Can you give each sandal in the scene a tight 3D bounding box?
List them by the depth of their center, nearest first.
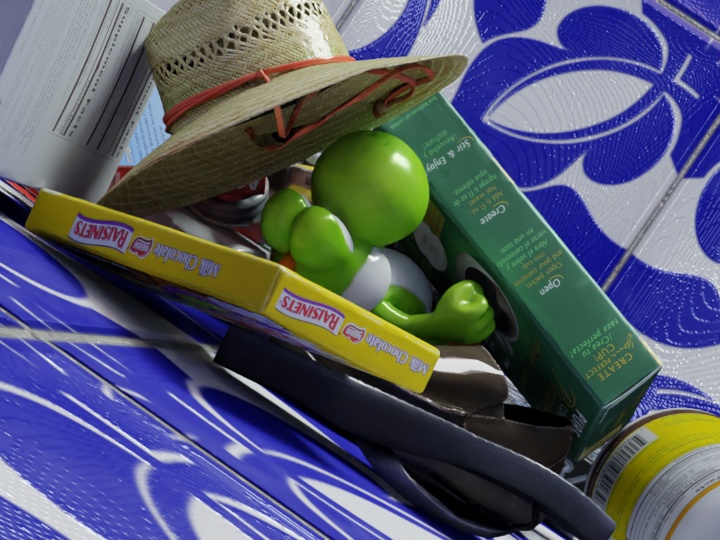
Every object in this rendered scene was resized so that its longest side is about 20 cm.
[{"bbox_3d":[0.022,0.086,1.180,0.200,0.043,0.076,24,-5,4],"label":"sandal"}]

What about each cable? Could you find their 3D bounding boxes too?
[{"bbox_3d":[-0.107,-0.056,1.429,0.200,0.050,0.097,16,30,18],"label":"cable"}]

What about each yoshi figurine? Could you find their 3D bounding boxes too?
[{"bbox_3d":[0.014,-0.008,1.341,0.112,0.112,0.200,-4,-22,17],"label":"yoshi figurine"}]

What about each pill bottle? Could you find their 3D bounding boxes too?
[{"bbox_3d":[0.195,0.146,1.347,0.109,0.109,0.200,33,3,-17],"label":"pill bottle"}]

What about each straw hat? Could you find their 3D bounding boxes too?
[{"bbox_3d":[-0.055,-0.101,1.259,0.201,0.201,0.085,16,51,-82],"label":"straw hat"}]

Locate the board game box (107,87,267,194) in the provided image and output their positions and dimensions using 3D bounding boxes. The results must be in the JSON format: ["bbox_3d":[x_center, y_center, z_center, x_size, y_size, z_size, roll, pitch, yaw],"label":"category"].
[{"bbox_3d":[-0.117,-0.096,1.424,0.103,0.019,0.200,1,29,-12],"label":"board game box"}]

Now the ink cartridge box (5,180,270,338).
[{"bbox_3d":[-0.132,-0.039,1.416,0.161,0.050,0.200,36,1,34],"label":"ink cartridge box"}]

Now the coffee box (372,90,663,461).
[{"bbox_3d":[0.079,0.003,1.378,0.200,0.044,0.123,52,-14,14],"label":"coffee box"}]

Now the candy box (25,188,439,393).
[{"bbox_3d":[-0.062,0.007,1.165,0.102,0.026,0.200,26,-5,-39],"label":"candy box"}]

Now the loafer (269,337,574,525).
[{"bbox_3d":[0.035,0.063,1.311,0.200,0.071,0.073,32,3,-39],"label":"loafer"}]

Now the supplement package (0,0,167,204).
[{"bbox_3d":[-0.180,-0.109,1.223,0.114,0.110,0.200,25,1,13],"label":"supplement package"}]

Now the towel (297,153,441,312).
[{"bbox_3d":[0.014,-0.022,1.540,0.200,0.086,0.166,33,1,10],"label":"towel"}]

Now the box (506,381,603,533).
[{"bbox_3d":[0.069,0.085,1.585,0.200,0.050,0.199,33,2,7],"label":"box"}]
